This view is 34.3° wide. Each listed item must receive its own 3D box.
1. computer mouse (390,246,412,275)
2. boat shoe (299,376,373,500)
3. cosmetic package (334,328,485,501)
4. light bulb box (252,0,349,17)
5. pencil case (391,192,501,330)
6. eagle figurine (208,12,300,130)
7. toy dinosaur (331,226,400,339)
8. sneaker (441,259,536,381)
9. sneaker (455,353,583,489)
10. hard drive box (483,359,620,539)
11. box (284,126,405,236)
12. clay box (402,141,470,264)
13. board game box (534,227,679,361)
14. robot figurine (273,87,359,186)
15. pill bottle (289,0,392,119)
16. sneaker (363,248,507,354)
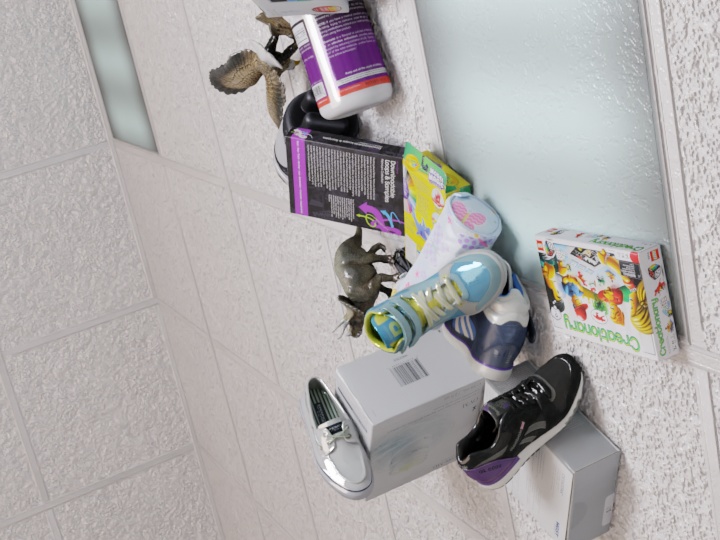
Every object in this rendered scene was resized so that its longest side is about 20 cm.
[{"bbox_3d":[0.073,0.071,1.849,0.139,0.052,0.201,55,154,32],"label":"computer mouse"},{"bbox_3d":[-0.042,0.242,1.699,0.200,0.073,0.067,54,155,37],"label":"boat shoe"},{"bbox_3d":[0.070,0.220,1.785,0.123,0.198,0.201,53,153,35],"label":"cosmetic package"},{"bbox_3d":[-0.092,-0.456,1.533,0.198,0.124,0.202,8,-100,-81],"label":"light bulb box"},{"bbox_3d":[0.113,-0.010,1.573,0.200,0.083,0.091,-60,38,38],"label":"pencil case"},{"bbox_3d":[-0.154,-0.324,1.926,0.200,0.150,0.152,-56,38,30],"label":"eagle figurine"},{"bbox_3d":[0.000,0.000,1.812,0.077,0.102,0.201,133,130,-67],"label":"toy dinosaur"},{"bbox_3d":[0.176,0.046,1.582,0.200,0.080,0.147,-118,39,-66],"label":"sneaker"},{"bbox_3d":[0.199,0.180,1.452,0.076,0.200,0.088,35,175,45],"label":"sneaker"},{"bbox_3d":[0.247,0.245,1.552,0.200,0.076,0.157,48,150,44],"label":"hard drive box"},{"bbox_3d":[-0.014,-0.133,1.750,0.199,0.036,0.144,14,131,17],"label":"box"},{"bbox_3d":[0.108,-0.079,1.647,0.115,0.047,0.201,46,147,46],"label":"clay box"},{"bbox_3d":[0.280,0.023,1.342,0.200,0.034,0.127,16,123,64],"label":"board game box"},{"bbox_3d":[-0.074,-0.208,1.861,0.125,0.150,0.200,41,153,6],"label":"robot figurine"},{"bbox_3d":[-0.033,-0.327,1.683,0.112,0.112,0.201,-12,97,68],"label":"pill bottle"},{"bbox_3d":[0.088,0.047,1.474,0.200,0.130,0.080,-33,88,38],"label":"sneaker"}]
